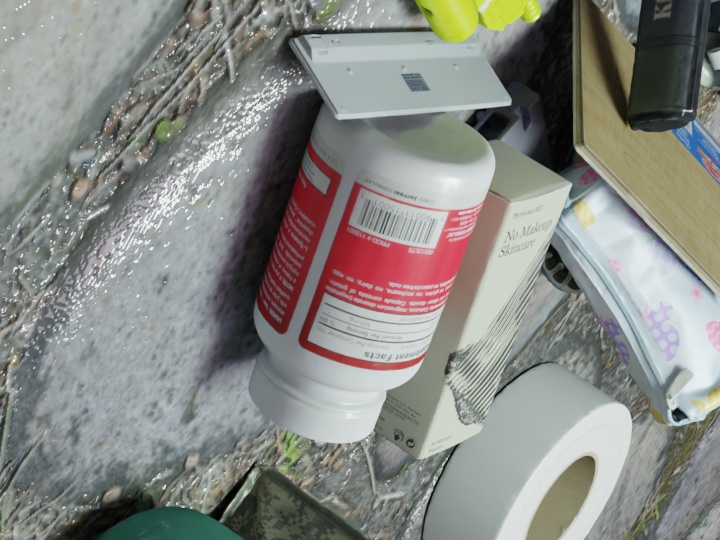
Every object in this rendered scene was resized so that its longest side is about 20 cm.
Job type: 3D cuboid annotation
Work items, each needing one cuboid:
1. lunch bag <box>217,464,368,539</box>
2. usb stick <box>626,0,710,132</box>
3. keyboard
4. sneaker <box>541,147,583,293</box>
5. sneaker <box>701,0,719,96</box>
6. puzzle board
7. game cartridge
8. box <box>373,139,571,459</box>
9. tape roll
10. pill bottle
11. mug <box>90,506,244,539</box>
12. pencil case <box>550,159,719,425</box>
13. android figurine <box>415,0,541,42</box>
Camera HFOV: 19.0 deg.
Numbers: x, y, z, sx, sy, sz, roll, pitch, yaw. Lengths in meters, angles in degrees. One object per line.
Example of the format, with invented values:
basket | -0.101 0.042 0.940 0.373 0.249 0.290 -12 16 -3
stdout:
lunch bag | -0.012 0.249 1.463 0.118 0.200 0.164 -48 151 -17
usb stick | 0.215 -0.190 1.458 0.033 0.055 0.201 20 72 -37
keyboard | 0.028 -0.119 1.300 0.011 0.056 0.200 -33 168 33
sneaker | 0.180 -0.076 1.604 0.201 0.078 0.090 -62 -175 -10
sneaker | 0.307 -0.197 1.676 0.199 0.129 0.080 -79 146 -64
puzzle board | 0.203 -0.082 1.489 0.200 0.017 0.151 42 36 -35
game cartridge | 0.061 -0.022 1.483 0.200 0.038 0.130 -49 156 -17
box | 0.064 0.019 1.422 0.082 0.068 0.201 -20 135 -50
tape roll | 0.141 0.181 1.792 0.202 0.071 0.203 -41 149 -31
pill bottle | 0.000 0.000 1.313 0.112 0.112 0.201 -16 132 -53
mug | -0.136 0.233 1.328 0.185 0.114 0.152 -38 148 -30
pencil case | 0.197 0.012 1.512 0.091 0.083 0.200 -42 107 -35
android figurine | 0.093 -0.223 1.314 0.182 0.041 0.200 -53 151 -10
